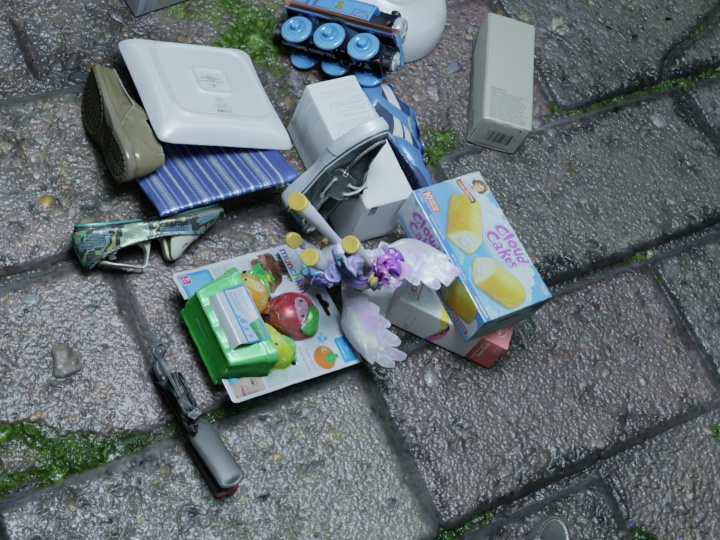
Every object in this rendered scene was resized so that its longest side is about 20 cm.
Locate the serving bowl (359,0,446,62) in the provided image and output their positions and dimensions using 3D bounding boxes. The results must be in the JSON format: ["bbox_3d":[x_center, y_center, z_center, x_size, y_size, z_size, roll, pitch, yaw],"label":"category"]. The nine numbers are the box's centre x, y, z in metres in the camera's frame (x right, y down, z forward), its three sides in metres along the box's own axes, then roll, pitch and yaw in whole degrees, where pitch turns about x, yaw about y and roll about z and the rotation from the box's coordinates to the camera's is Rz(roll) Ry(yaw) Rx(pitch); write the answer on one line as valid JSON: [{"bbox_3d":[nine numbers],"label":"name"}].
[{"bbox_3d":[0.044,-0.412,1.871,0.199,0.066,0.201,9,60,-16],"label":"serving bowl"}]

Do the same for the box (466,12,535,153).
[{"bbox_3d":[0.210,-0.281,1.861,0.082,0.068,0.201,15,59,-13],"label":"box"}]

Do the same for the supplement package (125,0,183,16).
[{"bbox_3d":[-0.254,-0.484,1.748,0.199,0.152,0.151,-26,75,-29],"label":"supplement package"}]

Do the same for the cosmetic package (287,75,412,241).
[{"bbox_3d":[-0.016,-0.148,1.685,0.081,0.113,0.201,-18,73,-26],"label":"cosmetic package"}]

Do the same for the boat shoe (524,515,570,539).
[{"bbox_3d":[0.219,0.384,1.524,0.067,0.057,0.200,32,58,-2],"label":"boat shoe"}]

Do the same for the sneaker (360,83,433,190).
[{"bbox_3d":[0.056,-0.185,1.754,0.082,0.074,0.201,-21,74,-30],"label":"sneaker"}]

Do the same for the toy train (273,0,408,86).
[{"bbox_3d":[-0.024,-0.337,1.764,0.199,0.087,0.115,18,65,21],"label":"toy train"}]

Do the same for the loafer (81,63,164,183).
[{"bbox_3d":[-0.309,-0.189,1.615,0.067,0.076,0.201,0,50,-34],"label":"loafer"}]

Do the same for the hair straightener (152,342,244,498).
[{"bbox_3d":[-0.195,0.169,1.474,0.041,0.077,0.201,-21,72,-26],"label":"hair straightener"}]

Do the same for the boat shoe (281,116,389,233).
[{"bbox_3d":[-0.021,-0.118,1.582,0.072,0.200,0.071,-20,75,-46],"label":"boat shoe"}]

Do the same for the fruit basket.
[{"bbox_3d":[-0.112,0.057,1.555,0.199,0.094,0.186,-17,70,-30],"label":"fruit basket"}]

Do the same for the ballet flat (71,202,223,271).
[{"bbox_3d":[-0.265,-0.039,1.573,0.199,0.074,0.075,-11,68,-23],"label":"ballet flat"}]

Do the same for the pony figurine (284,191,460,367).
[{"bbox_3d":[0.000,0.000,1.554,0.193,0.200,0.167,39,90,32],"label":"pony figurine"}]

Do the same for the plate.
[{"bbox_3d":[-0.203,-0.243,1.662,0.199,0.032,0.200,1,48,-34],"label":"plate"}]

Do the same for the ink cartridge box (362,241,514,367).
[{"bbox_3d":[0.109,0.031,1.662,0.199,0.068,0.117,24,58,-7],"label":"ink cartridge box"}]

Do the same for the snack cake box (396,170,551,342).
[{"bbox_3d":[0.146,-0.020,1.623,0.115,0.067,0.201,-19,71,-28],"label":"snack cake box"}]

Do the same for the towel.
[{"bbox_3d":[-0.197,-0.132,1.629,0.199,0.024,0.145,-17,43,-25],"label":"towel"}]
